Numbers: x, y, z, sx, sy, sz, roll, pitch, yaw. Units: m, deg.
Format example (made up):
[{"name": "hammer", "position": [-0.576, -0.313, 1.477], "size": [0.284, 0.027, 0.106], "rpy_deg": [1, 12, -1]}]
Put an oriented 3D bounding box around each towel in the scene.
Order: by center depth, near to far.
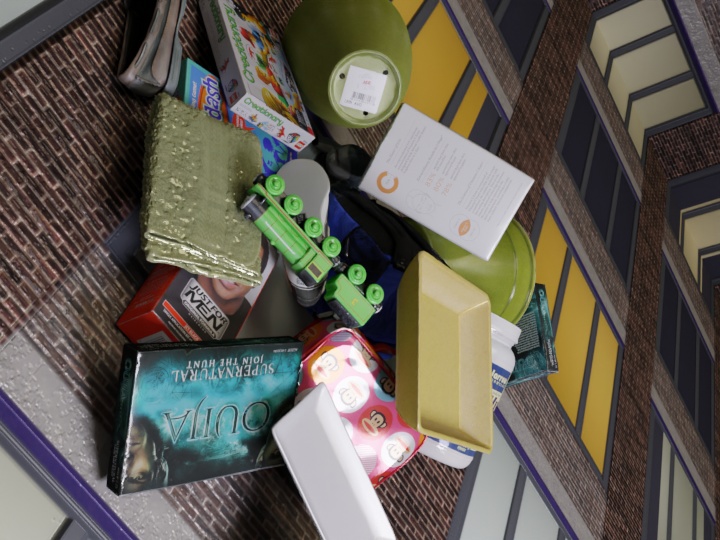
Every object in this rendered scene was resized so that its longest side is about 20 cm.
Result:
[{"name": "towel", "position": [-0.166, -0.085, 0.913], "size": [0.147, 0.036, 0.203], "rpy_deg": [20, 53, -37]}]

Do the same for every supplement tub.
[{"name": "supplement tub", "position": [0.121, 0.146, 1.163], "size": [0.144, 0.144, 0.202], "rpy_deg": [28, 86, -47]}]

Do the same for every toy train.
[{"name": "toy train", "position": [-0.053, -0.019, 0.931], "size": [0.200, 0.042, 0.057], "rpy_deg": [47, 64, -11]}]

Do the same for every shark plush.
[{"name": "shark plush", "position": [0.014, -0.144, 1.266], "size": [0.199, 0.082, 0.092], "rpy_deg": [18, 60, -52]}]

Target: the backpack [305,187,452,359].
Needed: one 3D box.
[{"name": "backpack", "position": [0.000, 0.000, 1.108], "size": [0.162, 0.168, 0.201], "rpy_deg": [25, 23, -53]}]

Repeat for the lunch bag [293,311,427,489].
[{"name": "lunch bag", "position": [-0.015, 0.153, 0.999], "size": [0.201, 0.176, 0.082], "rpy_deg": [53, -6, -23]}]

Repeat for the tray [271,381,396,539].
[{"name": "tray", "position": [-0.029, 0.227, 0.889], "size": [0.107, 0.022, 0.202], "rpy_deg": [-36, 104, -58]}]

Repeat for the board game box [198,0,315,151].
[{"name": "board game box", "position": [-0.132, -0.254, 1.089], "size": [0.126, 0.034, 0.202], "rpy_deg": [26, 36, -49]}]

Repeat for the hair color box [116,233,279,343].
[{"name": "hair color box", "position": [-0.169, 0.018, 0.933], "size": [0.102, 0.061, 0.201], "rpy_deg": [53, 36, -26]}]

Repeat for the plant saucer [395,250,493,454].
[{"name": "plant saucer", "position": [0.095, 0.103, 1.011], "size": [0.199, 0.048, 0.203], "rpy_deg": [29, 58, -54]}]

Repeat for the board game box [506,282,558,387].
[{"name": "board game box", "position": [0.217, 0.115, 1.346], "size": [0.028, 0.199, 0.137], "rpy_deg": [8, 67, -35]}]

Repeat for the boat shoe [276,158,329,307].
[{"name": "boat shoe", "position": [-0.071, -0.049, 1.035], "size": [0.064, 0.070, 0.202], "rpy_deg": [95, -7, -50]}]

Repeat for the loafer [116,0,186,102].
[{"name": "loafer", "position": [-0.238, -0.290, 0.972], "size": [0.062, 0.071, 0.203], "rpy_deg": [16, 64, -46]}]

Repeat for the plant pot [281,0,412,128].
[{"name": "plant pot", "position": [-0.006, -0.262, 1.130], "size": [0.188, 0.186, 0.201], "rpy_deg": [54, 8, -26]}]

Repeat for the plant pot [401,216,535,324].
[{"name": "plant pot", "position": [0.126, -0.003, 1.291], "size": [0.191, 0.199, 0.203], "rpy_deg": [8, 68, -43]}]

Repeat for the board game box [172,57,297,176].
[{"name": "board game box", "position": [-0.155, -0.139, 1.044], "size": [0.199, 0.045, 0.154], "rpy_deg": [27, 54, -48]}]

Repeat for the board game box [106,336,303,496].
[{"name": "board game box", "position": [-0.146, 0.137, 0.845], "size": [0.198, 0.028, 0.137], "rpy_deg": [1, 101, -46]}]

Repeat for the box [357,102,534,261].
[{"name": "box", "position": [0.111, -0.121, 1.156], "size": [0.198, 0.125, 0.098], "rpy_deg": [30, 11, -4]}]
